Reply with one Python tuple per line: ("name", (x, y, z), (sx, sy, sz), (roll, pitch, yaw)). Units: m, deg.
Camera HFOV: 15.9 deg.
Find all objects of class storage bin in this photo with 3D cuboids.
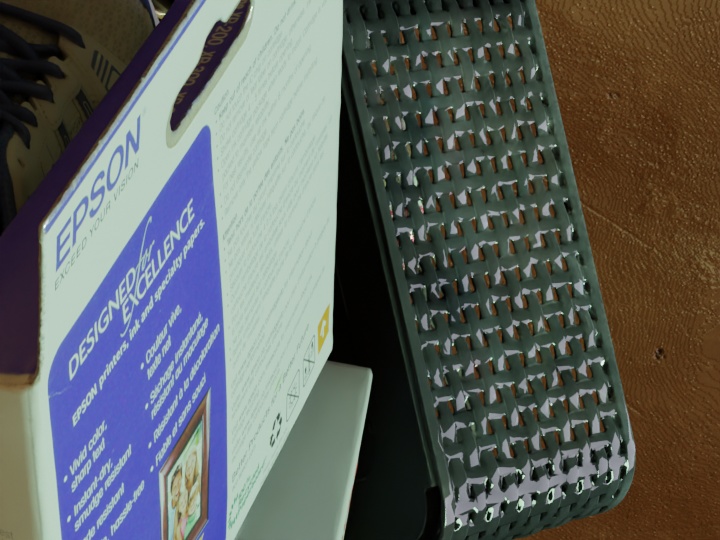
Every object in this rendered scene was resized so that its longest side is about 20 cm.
("storage bin", (0.000, 0.000, 0.893), (0.135, 0.094, 0.201), (-14, -93, 50))

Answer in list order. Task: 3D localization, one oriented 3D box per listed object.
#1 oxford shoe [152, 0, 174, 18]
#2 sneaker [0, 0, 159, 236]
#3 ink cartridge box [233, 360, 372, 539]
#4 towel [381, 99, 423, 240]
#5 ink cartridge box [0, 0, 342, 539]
("oxford shoe", (-0.063, -0.111, 0.836), (0.071, 0.071, 0.200), (65, 10, -1))
("sneaker", (-0.095, -0.026, 0.672), (0.088, 0.075, 0.201), (95, 5, -60))
("ink cartridge box", (-0.087, 0.130, 0.805), (0.146, 0.144, 0.200), (-77, 179, -51))
("towel", (-0.025, 0.023, 1.111), (0.146, 0.030, 0.201), (-113, -136, -69))
("ink cartridge box", (-0.052, 0.002, 0.653), (0.198, 0.043, 0.200), (-61, 161, -47))
